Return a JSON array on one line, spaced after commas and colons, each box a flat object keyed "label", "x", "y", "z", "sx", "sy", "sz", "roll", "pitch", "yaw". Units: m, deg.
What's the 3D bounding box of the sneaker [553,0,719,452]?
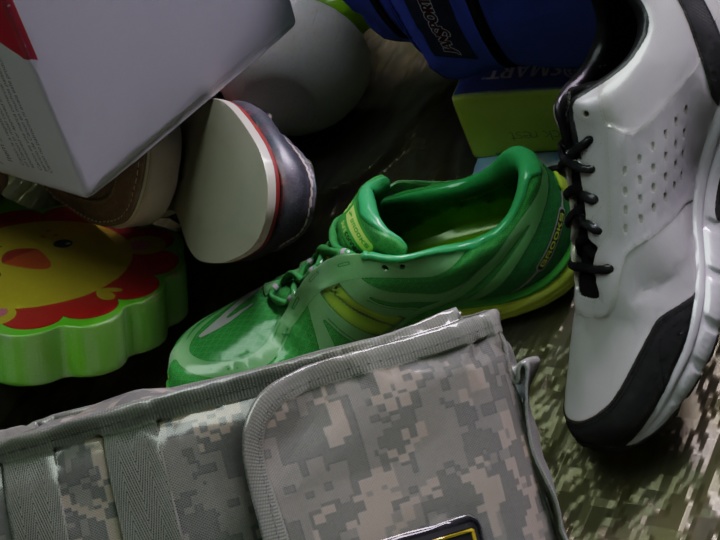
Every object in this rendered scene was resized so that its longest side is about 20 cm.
[{"label": "sneaker", "x": 0.103, "y": -0.030, "z": 0.644, "sx": 0.074, "sy": 0.080, "sz": 0.201, "roll": 3, "pitch": 79, "yaw": 67}]

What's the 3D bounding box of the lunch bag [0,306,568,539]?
[{"label": "lunch bag", "x": -0.023, "y": 0.111, "z": 0.549, "sx": 0.199, "sy": 0.165, "sz": 0.118, "roll": -15, "pitch": -1, "yaw": 13}]

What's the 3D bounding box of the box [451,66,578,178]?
[{"label": "box", "x": 0.123, "y": -0.124, "z": 0.802, "sx": 0.121, "sy": 0.048, "sz": 0.200, "roll": -1, "pitch": 48, "yaw": 27}]

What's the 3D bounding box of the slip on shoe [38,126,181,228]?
[{"label": "slip on shoe", "x": -0.155, "y": -0.075, "z": 0.803, "sx": 0.060, "sy": 0.076, "sz": 0.200, "roll": 1, "pitch": 23, "yaw": -36}]

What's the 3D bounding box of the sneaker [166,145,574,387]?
[{"label": "sneaker", "x": 0.000, "y": 0.000, "z": 0.717, "sx": 0.199, "sy": 0.084, "sz": 0.074, "roll": -26, "pitch": 42, "yaw": 4}]

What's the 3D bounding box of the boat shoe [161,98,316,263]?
[{"label": "boat shoe", "x": -0.054, "y": -0.040, "z": 0.752, "sx": 0.200, "sy": 0.062, "sz": 0.072, "roll": -164, "pitch": 84, "yaw": -69}]

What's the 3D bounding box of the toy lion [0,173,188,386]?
[{"label": "toy lion", "x": -0.191, "y": 0.009, "z": 0.784, "sx": 0.200, "sy": 0.069, "sz": 0.191, "roll": -23, "pitch": 35, "yaw": -38}]

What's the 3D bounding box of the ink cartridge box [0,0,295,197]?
[{"label": "ink cartridge box", "x": -0.161, "y": -0.145, "z": 0.722, "sx": 0.199, "sy": 0.146, "sz": 0.145, "roll": 16, "pitch": 48, "yaw": 37}]

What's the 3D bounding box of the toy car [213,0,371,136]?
[{"label": "toy car", "x": -0.079, "y": -0.164, "z": 0.870, "sx": 0.199, "sy": 0.150, "sz": 0.176, "roll": -8, "pitch": 45, "yaw": 21}]

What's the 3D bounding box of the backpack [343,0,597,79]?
[{"label": "backpack", "x": 0.059, "y": -0.176, "z": 0.731, "sx": 0.199, "sy": 0.163, "sz": 0.168, "roll": 3, "pitch": 53, "yaw": 29}]
